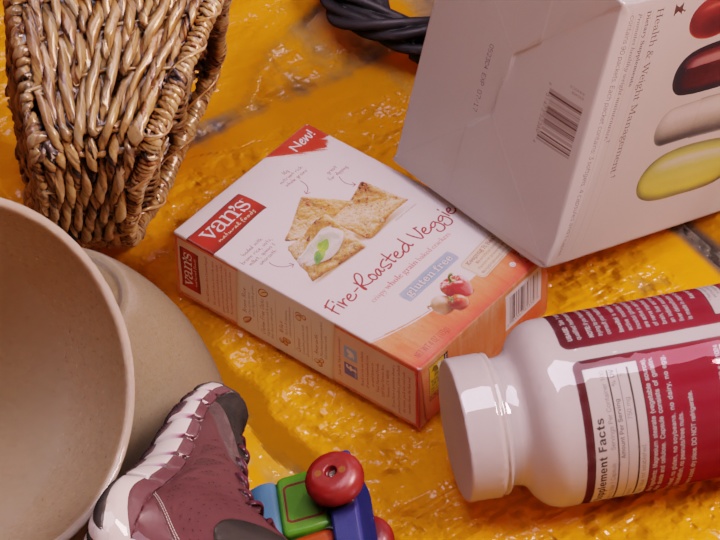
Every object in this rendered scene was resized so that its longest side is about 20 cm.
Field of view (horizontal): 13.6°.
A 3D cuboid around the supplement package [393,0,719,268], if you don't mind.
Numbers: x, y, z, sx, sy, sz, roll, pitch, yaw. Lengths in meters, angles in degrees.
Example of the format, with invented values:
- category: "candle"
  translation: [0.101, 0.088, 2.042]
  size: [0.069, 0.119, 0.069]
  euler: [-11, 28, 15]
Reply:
- category: "supplement package"
  translation: [0.157, -0.134, 1.888]
  size: [0.200, 0.192, 0.147]
  euler: [-18, 44, -41]

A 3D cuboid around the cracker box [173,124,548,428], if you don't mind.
- category: "cracker box"
  translation: [0.000, 0.000, 1.885]
  size: [0.200, 0.058, 0.134]
  euler: [28, 51, 28]

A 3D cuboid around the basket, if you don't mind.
- category: "basket"
  translation: [-0.141, -0.091, 1.880]
  size: [0.149, 0.200, 0.143]
  euler: [-9, 74, -9]

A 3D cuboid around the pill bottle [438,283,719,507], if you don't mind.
- category: "pill bottle"
  translation: [0.151, 0.075, 1.763]
  size: [0.199, 0.113, 0.113]
  euler: [-10, 45, -8]

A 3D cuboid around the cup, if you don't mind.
- category: "cup"
  translation: [-0.244, 0.066, 1.629]
  size: [0.143, 0.201, 0.200]
  euler: [-11, 27, 51]

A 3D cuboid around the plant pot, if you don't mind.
- category: "plant pot"
  translation: [-0.175, 0.065, 1.771]
  size: [0.200, 0.135, 0.201]
  euler: [-1, 44, 1]

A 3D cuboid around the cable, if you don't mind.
- category: "cable"
  translation: [0.062, -0.214, 2.117]
  size: [0.163, 0.051, 0.200]
  euler: [15, 49, 23]

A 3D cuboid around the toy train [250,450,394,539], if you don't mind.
- category: "toy train"
  translation: [-0.035, 0.203, 1.672]
  size: [0.115, 0.085, 0.200]
  euler: [-16, 50, 7]

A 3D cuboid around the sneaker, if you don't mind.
- category: "sneaker"
  translation: [-0.071, 0.137, 1.648]
  size: [0.115, 0.076, 0.200]
  euler: [23, 28, 8]
